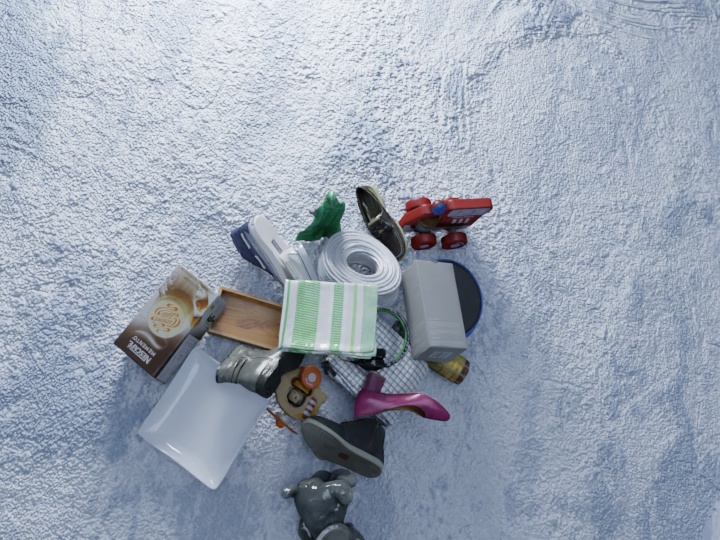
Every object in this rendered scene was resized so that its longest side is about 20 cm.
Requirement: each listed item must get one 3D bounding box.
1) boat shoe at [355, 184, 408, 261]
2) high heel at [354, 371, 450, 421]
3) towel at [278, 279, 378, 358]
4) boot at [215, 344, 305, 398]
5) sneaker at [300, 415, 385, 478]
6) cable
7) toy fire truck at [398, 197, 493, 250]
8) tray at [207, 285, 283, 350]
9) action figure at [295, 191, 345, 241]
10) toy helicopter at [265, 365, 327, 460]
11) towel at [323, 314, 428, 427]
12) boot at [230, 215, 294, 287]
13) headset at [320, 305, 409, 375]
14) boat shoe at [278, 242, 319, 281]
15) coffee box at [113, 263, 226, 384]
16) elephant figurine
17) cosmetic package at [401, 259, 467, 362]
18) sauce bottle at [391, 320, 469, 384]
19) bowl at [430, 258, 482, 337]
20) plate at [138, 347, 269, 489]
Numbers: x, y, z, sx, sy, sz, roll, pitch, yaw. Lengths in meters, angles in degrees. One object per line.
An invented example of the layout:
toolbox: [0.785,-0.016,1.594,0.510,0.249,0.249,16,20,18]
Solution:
boat shoe: [0.042,-0.111,1.412,0.064,0.073,0.203,-3,59,-60]
high heel: [0.084,0.291,1.229,0.194,0.068,0.098,21,62,7]
towel: [-0.062,0.094,1.202,0.192,0.024,0.158,4,67,-3]
boot: [-0.199,0.171,1.223,0.127,0.070,0.200,14,31,22]
sneaker: [-0.034,0.338,1.247,0.197,0.075,0.108,35,33,-15]
cable: [0.000,0.000,1.330,0.193,0.070,0.203,16,41,-9]
toy fire truck: [0.194,-0.129,1.414,0.193,0.168,0.116,-3,73,-16]
tray: [-0.223,0.113,1.300,0.194,0.037,0.102,17,70,-9]
action figure: [-0.077,-0.120,1.321,0.114,0.200,0.056,-15,76,-19]
toy helicopter: [-0.118,0.307,1.253,0.130,0.078,0.205,-29,95,-28]
towel: [0.031,0.213,1.315,0.199,0.086,0.167,41,69,-2]
boot: [-0.202,-0.024,1.335,0.203,0.088,0.073,59,38,-19]
headset: [0.009,0.152,1.230,0.195,0.094,0.127,-26,83,-3]
boat shoe: [-0.118,0.047,1.301,0.068,0.071,0.205,-26,104,-13]
coffee box: [-0.380,0.108,1.215,0.113,0.080,0.202,33,74,11]
elephant figurine: [-0.059,0.511,1.184,0.149,0.141,0.208,-4,89,14]
cosmetic package: [0.159,0.087,1.321,0.103,0.090,0.206,7,60,-24]
sauce bottle: [0.154,0.184,1.367,0.196,0.066,0.067,30,68,-3]
bowl: [0.202,0.070,1.426,0.193,0.039,0.208,4,73,-14]
plate: [-0.309,0.293,1.203,0.196,0.032,0.203,31,74,9]
